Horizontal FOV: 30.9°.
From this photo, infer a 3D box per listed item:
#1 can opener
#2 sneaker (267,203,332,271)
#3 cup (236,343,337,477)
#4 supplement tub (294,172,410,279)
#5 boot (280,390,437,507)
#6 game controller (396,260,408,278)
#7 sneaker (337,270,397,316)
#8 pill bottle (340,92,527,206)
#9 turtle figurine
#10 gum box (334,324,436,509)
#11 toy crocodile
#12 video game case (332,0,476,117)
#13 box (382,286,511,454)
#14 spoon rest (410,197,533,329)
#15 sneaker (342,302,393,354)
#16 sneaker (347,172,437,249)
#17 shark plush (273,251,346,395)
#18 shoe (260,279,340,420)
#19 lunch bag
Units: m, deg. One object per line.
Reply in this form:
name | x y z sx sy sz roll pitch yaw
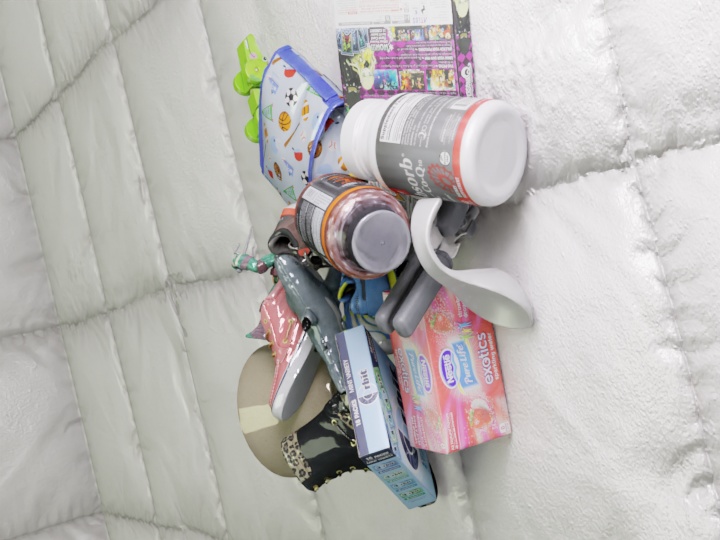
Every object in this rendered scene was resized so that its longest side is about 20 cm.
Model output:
can opener | 0.076 -0.018 1.527 0.053 0.201 0.067 10 144 36
sneaker | -0.038 -0.026 1.683 0.198 0.082 0.078 11 143 39
cup | -0.062 0.191 1.909 0.142 0.199 0.204 -18 86 37
supplement tub | -0.005 -0.051 1.523 0.200 0.105 0.109 -147 49 -68
boot | -0.002 0.268 1.804 0.153 0.073 0.204 -38 93 23
game controller | 0.072 0.088 1.702 0.104 0.041 0.204 -59 -40 -79
sneaker | 0.000 0.000 1.742 0.201 0.077 0.067 -110 10 -62
pill bottle | 0.080 -0.140 1.474 0.198 0.115 0.118 11 113 42
turtle figurine | -0.114 0.002 1.912 0.100 0.147 0.204 180 95 -66
gum box | 0.034 0.189 1.658 0.200 0.044 0.172 53 -159 -55
toy crocodile | -0.150 -0.263 1.990 0.067 0.061 0.203 -39 63 61
video game case | 0.050 -0.274 1.559 0.198 0.036 0.185 7 109 45
box | 0.106 0.113 1.609 0.094 0.101 0.204 -1 100 63
spoon rest | 0.123 0.006 1.485 0.200 0.061 0.099 47 154 -25
sneaker | 0.006 0.059 1.783 0.200 0.074 0.107 -170 75 -74
sneaker | 0.043 -0.071 1.669 0.200 0.081 0.079 44 139 46
shark plush | -0.067 0.073 1.738 0.090 0.083 0.203 -16 75 21
shoe | -0.103 0.103 1.822 0.090 0.203 0.071 19 170 19
lunch bag | -0.061 -0.185 1.775 0.170 0.122 0.202 47 150 42
